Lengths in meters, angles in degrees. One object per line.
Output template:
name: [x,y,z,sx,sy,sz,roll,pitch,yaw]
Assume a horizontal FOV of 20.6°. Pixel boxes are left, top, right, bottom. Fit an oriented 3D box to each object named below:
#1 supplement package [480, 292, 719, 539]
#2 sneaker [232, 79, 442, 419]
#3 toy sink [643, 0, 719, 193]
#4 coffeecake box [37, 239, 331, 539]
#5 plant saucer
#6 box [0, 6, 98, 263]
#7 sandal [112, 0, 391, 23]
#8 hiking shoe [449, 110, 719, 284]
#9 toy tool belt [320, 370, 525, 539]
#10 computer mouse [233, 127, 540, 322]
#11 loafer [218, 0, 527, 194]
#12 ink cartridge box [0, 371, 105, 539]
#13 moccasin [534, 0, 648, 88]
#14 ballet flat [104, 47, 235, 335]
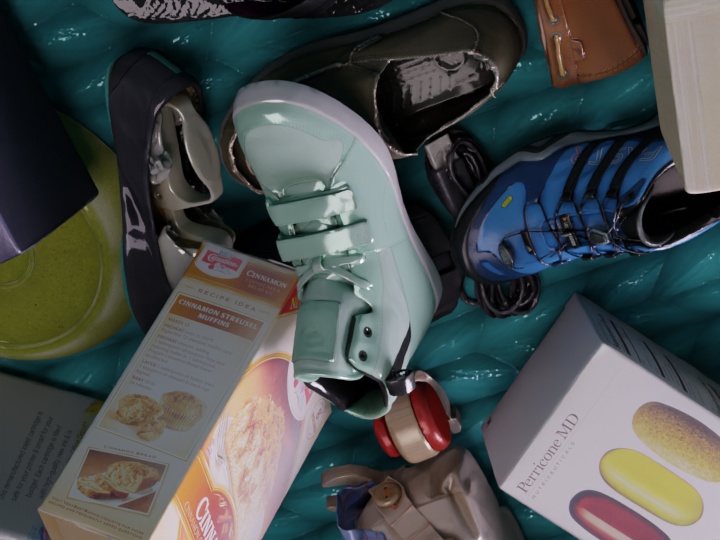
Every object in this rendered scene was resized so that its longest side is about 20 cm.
supplement package: [0.188,0.123,1.217,0.199,0.110,0.114,32,101,-10]
sneaker: [-0.018,-0.006,1.112,0.073,0.119,0.201,-11,130,30]
toy sink: [0.255,-0.117,1.032,0.198,0.130,0.113,-10,108,5]
coffeecake box: [-0.097,0.110,1.180,0.073,0.201,0.154,17,148,19]
plant saucer: [-0.231,-0.018,1.273,0.198,0.031,0.201,5,123,7]
box: [-0.298,-0.079,1.170,0.197,0.123,0.201,-23,101,22]
sandal: [-0.053,-0.169,1.132,0.199,0.048,0.076,-8,120,16]
hiking shoe: [0.141,-0.041,1.141,0.199,0.087,0.075,-25,113,14]
toy tool belt: [0.029,0.175,1.292,0.122,0.125,0.201,-23,115,13]
computer mouse: [0.000,0.000,1.227,0.199,0.053,0.139,-15,119,19]
loafer: [0.002,-0.099,1.146,0.199,0.070,0.075,-27,114,19]
ink cartridge box: [-0.194,0.158,1.307,0.198,0.146,0.083,15,128,1]
moccasin: [0.090,-0.190,1.083,0.077,0.074,0.202,-22,126,11]
ballet flat: [-0.113,-0.038,1.210,0.072,0.073,0.201,2,120,10]
